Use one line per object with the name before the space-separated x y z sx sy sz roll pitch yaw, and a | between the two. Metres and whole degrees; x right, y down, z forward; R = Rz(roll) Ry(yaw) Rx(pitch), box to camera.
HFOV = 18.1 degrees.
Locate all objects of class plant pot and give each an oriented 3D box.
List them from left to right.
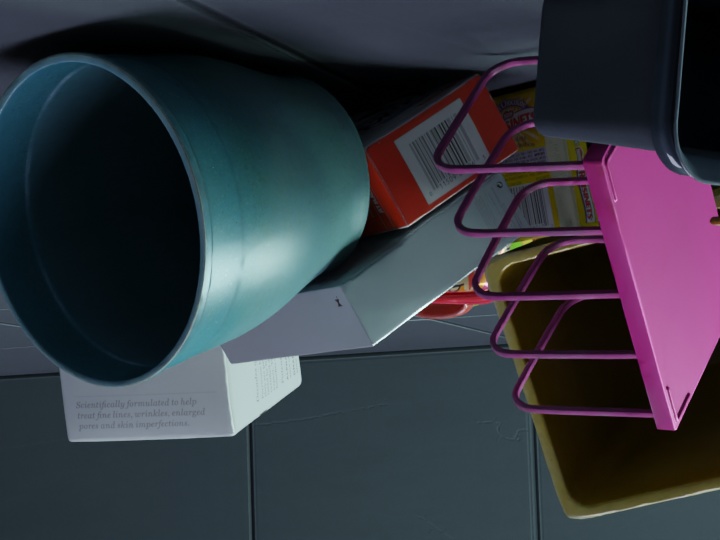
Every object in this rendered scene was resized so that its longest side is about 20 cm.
plant pot | -0.101 -0.046 1.407 0.199 0.201 0.187 -8 -175 44
plant pot | 0.232 0.039 1.621 0.194 0.195 0.200 -16 -173 25

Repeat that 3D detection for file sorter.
file sorter | 0.141 -0.023 1.423 0.125 0.201 0.139 0 -144 29

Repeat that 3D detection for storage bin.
storage bin | 0.197 -0.098 1.263 0.199 0.147 0.134 4 -178 -39

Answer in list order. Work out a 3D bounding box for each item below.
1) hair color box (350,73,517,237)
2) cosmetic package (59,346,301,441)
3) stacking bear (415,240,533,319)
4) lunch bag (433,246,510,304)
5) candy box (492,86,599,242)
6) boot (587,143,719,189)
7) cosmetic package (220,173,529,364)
hair color box | 0.002 -0.068 1.548 0.111 0.064 0.200 -35 -169 -31
cosmetic package | -0.165 0.050 2.047 0.164 0.166 0.200 -4 -170 18
stacking bear | 0.107 -0.024 1.978 0.113 0.122 0.199 -10 177 40
lunch bag | 0.017 -0.025 1.757 0.199 0.082 0.176 0 -159 -20
candy box | 0.083 -0.066 1.592 0.026 0.103 0.199 -6 178 -40
boot | 0.204 -0.077 1.688 0.199 0.076 0.107 -4 178 5
cosmetic package | 0.000 0.000 1.545 0.150 0.052 0.200 -33 -168 -29
